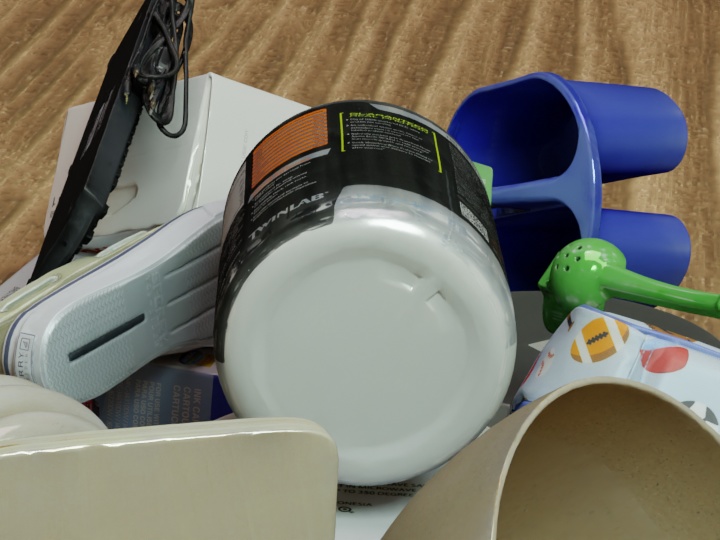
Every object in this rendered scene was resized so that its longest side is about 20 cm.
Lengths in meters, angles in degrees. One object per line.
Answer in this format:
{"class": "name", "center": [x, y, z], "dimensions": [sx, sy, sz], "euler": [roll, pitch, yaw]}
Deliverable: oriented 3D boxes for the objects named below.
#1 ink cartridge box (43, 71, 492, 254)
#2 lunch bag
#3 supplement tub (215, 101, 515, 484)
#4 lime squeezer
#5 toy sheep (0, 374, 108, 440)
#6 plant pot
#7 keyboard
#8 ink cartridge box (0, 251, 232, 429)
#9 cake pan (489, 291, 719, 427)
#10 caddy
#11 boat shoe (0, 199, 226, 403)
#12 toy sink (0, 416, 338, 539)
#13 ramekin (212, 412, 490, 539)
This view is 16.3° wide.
{"class": "ink cartridge box", "center": [-0.050, -0.035, 1.374], "dimensions": [0.200, 0.085, 0.146], "euler": [17, -16, -37]}
{"class": "lunch bag", "center": [0.162, 0.092, 1.111], "dimensions": [0.200, 0.076, 0.160], "euler": [27, -13, 3]}
{"class": "supplement tub", "center": [0.000, 0.000, 1.087], "dimensions": [0.122, 0.123, 0.200], "euler": [3, 20, -2]}
{"class": "lime squeezer", "center": [0.114, 0.014, 1.147], "dimensions": [0.071, 0.038, 0.200], "euler": [18, -15, -6]}
{"class": "toy sheep", "center": [-0.154, 0.108, 1.040], "dimensions": [0.138, 0.138, 0.200], "euler": [-13, 25, -39]}
{"class": "plant pot", "center": [0.065, 0.155, 0.921], "dimensions": [0.134, 0.201, 0.200], "euler": [-26, -1, 37]}
{"class": "keyboard", "center": [-0.113, -0.073, 1.264], "dimensions": [0.040, 0.104, 0.200], "euler": [26, 40, -13]}
{"class": "ink cartridge box", "center": [-0.095, 0.055, 1.284], "dimensions": [0.200, 0.077, 0.136], "euler": [7, 21, 14]}
{"class": "cake pan", "center": [0.106, 0.057, 1.298], "dimensions": [0.200, 0.037, 0.200], "euler": [3, 20, -1]}
{"class": "caddy", "center": [0.106, -0.039, 1.454], "dimensions": [0.105, 0.142, 0.200], "euler": [1, -5, -24]}
{"class": "boat shoe", "center": [-0.106, 0.008, 1.208], "dimensions": [0.062, 0.072, 0.200], "euler": [13, 23, 36]}
{"class": "toy sink", "center": [-0.090, 0.130, 0.898], "dimensions": [0.130, 0.200, 0.112], "euler": [-4, 22, -19]}
{"class": "ramekin", "center": [-0.003, 0.127, 1.076], "dimensions": [0.202, 0.094, 0.202], "euler": [3, 20, -1]}
